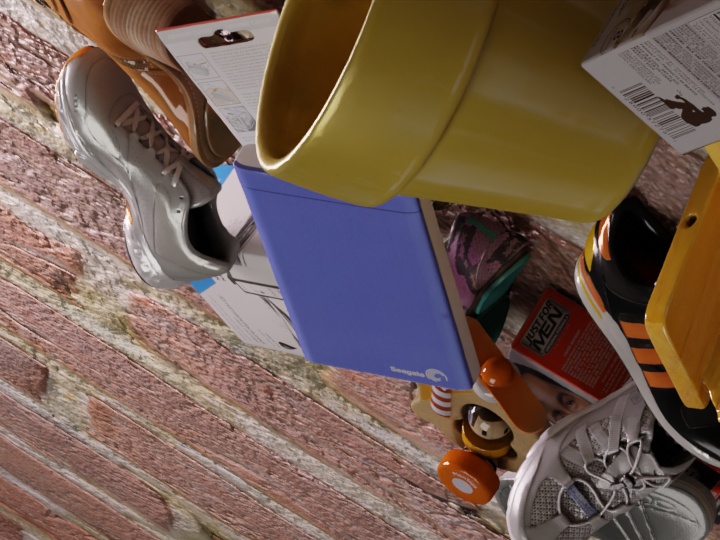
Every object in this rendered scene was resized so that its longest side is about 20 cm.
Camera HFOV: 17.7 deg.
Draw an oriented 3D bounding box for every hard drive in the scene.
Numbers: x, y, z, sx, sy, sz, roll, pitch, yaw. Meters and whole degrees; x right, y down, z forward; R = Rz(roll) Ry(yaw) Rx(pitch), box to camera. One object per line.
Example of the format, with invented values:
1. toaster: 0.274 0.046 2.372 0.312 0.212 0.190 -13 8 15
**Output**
1. hard drive: 0.000 0.000 1.561 0.131 0.025 0.201 10 142 24

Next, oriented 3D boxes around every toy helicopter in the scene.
1. toy helicopter: 0.062 0.076 1.671 0.200 0.079 0.132 41 154 -8

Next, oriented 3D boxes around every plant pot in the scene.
1. plant pot: 0.065 -0.116 1.277 0.188 0.202 0.201 20 162 -16

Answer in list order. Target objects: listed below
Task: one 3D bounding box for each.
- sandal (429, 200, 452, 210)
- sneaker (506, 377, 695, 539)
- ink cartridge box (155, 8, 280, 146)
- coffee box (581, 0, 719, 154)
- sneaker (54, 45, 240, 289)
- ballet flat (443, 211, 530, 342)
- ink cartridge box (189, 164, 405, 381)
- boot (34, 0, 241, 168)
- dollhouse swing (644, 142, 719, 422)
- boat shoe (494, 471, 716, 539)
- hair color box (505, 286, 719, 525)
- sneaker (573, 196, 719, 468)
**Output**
1. sandal: 0.039 -0.065 1.515 0.200 0.058 0.080 -5 134 16
2. sneaker: 0.179 0.125 1.591 0.075 0.200 0.082 43 -176 -15
3. ink cartridge box: -0.039 -0.117 1.570 0.108 0.051 0.200 -5 139 36
4. coffee box: 0.208 -0.141 1.121 0.080 0.113 0.200 39 157 -14
5. sneaker: -0.147 -0.079 1.704 0.092 0.076 0.201 -4 122 44
6. ballet flat: 0.076 0.012 1.704 0.071 0.069 0.200 47 158 15
7. ink cartridge box: -0.042 -0.001 1.798 0.199 0.085 0.146 11 149 46
8. boot: -0.161 -0.161 1.650 0.155 0.077 0.200 30 170 27
9. dollhouse swing: 0.236 -0.021 1.284 0.199 0.183 0.176 7 158 49
10. boat shoe: 0.185 0.162 1.709 0.201 0.065 0.075 -5 120 51
11. hair color box: 0.202 0.101 1.706 0.199 0.061 0.102 31 159 8
12. sneaker: 0.210 0.041 1.490 0.200 0.070 0.090 53 158 23
